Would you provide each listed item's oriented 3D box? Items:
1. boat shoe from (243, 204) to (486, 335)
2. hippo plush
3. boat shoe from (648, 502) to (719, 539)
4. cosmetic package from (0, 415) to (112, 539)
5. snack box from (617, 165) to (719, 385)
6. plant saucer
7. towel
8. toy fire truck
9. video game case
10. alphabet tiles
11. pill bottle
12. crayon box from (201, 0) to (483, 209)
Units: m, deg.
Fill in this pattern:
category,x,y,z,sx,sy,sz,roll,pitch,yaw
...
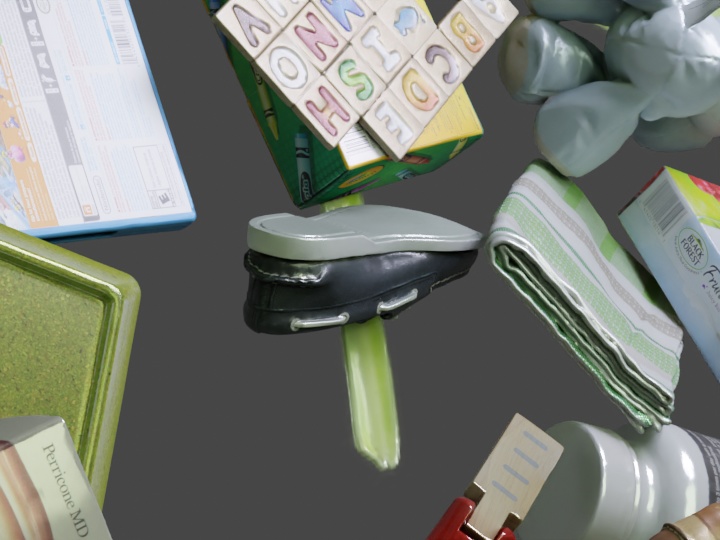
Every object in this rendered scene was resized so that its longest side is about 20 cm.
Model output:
category,x,y,z,sx,sy,sz,roll,pitch,yaw
boat shoe,0.000,0.000,1.316,0.199,0.075,0.061,-3,108,-50
hippo plush,0.202,-0.149,1.480,0.160,0.199,0.161,0,75,-53
boat shoe,0.209,0.205,1.210,0.074,0.076,0.201,-37,118,-8
cosmetic package,-0.210,0.149,1.009,0.199,0.087,0.104,-28,99,-31
snack box,0.261,0.034,1.455,0.142,0.053,0.201,15,38,-42
plant saucer,-0.195,0.056,1.122,0.199,0.048,0.202,23,62,-29
towel,0.141,0.006,1.382,0.149,0.031,0.200,48,20,-5
toy fire truck,0.081,0.185,1.224,0.176,0.129,0.201,40,78,-15
video game case,-0.189,-0.081,1.232,0.199,0.018,0.144,-7,74,-41
alphabet tiles,-0.004,-0.161,1.349,0.167,0.008,0.200,48,46,-10
pill bottle,0.191,0.151,1.357,0.199,0.110,0.112,18,58,-32
crayon box,-0.021,-0.148,1.374,0.118,0.058,0.201,-17,79,-43
